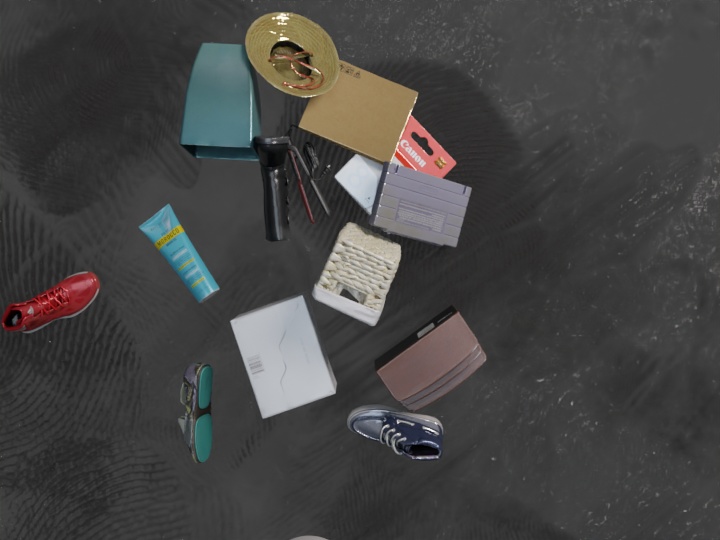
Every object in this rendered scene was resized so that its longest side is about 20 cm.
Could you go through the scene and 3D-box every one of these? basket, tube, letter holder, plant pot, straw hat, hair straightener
[{"bbox_3d":[0.000,0.000,1.607,0.134,0.200,0.125,24,104,0],"label":"basket"},{"bbox_3d":[-0.360,-0.030,1.708,0.077,0.050,0.201,-35,87,-5],"label":"tube"},{"bbox_3d":[0.147,0.190,1.684,0.199,0.101,0.143,-35,94,3],"label":"letter holder"},{"bbox_3d":[-0.263,-0.328,1.645,0.139,0.141,0.204,3,87,1],"label":"plant pot"},{"bbox_3d":[-0.140,-0.396,1.654,0.198,0.085,0.204,8,61,-15],"label":"straw hat"},{"bbox_3d":[-0.097,-0.201,1.699,0.076,0.041,0.203,-19,89,2],"label":"hair straightener"}]

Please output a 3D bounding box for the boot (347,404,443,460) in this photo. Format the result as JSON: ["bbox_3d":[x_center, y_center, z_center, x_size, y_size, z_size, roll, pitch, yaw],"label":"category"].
[{"bbox_3d":[0.069,0.325,1.690,0.196,0.091,0.074,5,113,1],"label":"boot"}]

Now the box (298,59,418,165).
[{"bbox_3d":[-0.004,-0.315,1.672,0.197,0.021,0.166,22,78,0],"label":"box"}]

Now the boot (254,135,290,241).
[{"bbox_3d":[-0.167,-0.155,1.628,0.064,0.165,0.204,1,97,0],"label":"boot"}]

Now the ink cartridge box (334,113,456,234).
[{"bbox_3d":[0.070,-0.198,1.687,0.160,0.047,0.200,45,94,-2],"label":"ink cartridge box"}]

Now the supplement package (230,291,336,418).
[{"bbox_3d":[-0.150,0.164,1.680,0.153,0.111,0.203,-18,92,1],"label":"supplement package"}]

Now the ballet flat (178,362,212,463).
[{"bbox_3d":[-0.336,0.286,1.721,0.071,0.072,0.204,3,93,1],"label":"ballet flat"}]

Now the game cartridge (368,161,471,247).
[{"bbox_3d":[0.117,-0.125,1.660,0.197,0.038,0.132,14,98,-28],"label":"game cartridge"}]

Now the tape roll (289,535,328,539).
[{"bbox_3d":[-0.107,0.655,1.695,0.199,0.139,0.207,0,94,0],"label":"tape roll"}]

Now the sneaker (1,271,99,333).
[{"bbox_3d":[-0.617,0.072,1.679,0.198,0.116,0.079,-33,92,3],"label":"sneaker"}]
